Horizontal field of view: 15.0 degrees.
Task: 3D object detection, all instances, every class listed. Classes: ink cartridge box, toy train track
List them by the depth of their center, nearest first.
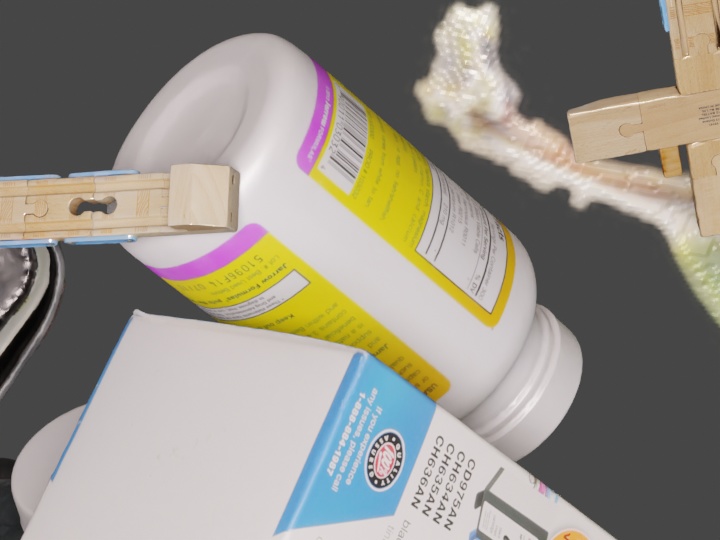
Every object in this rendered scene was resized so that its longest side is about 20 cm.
[{"bbox_3d":[-0.143,-0.025,1.034,0.200,0.115,0.033,-2,167,21],"label":"toy train track"},{"bbox_3d":[-0.012,0.131,1.078,0.200,0.145,0.147,38,69,-39],"label":"ink cartridge box"},{"bbox_3d":[0.134,-0.107,1.104,0.115,0.033,0.200,-10,123,4],"label":"toy train track"}]

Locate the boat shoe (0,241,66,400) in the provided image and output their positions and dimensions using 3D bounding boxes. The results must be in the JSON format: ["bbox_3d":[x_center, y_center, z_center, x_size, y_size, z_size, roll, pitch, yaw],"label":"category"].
[{"bbox_3d":[-0.191,0.053,1.085,0.074,0.063,0.201,38,87,-18],"label":"boat shoe"}]

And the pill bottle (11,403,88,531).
[{"bbox_3d":[-0.086,0.156,1.197,0.109,0.109,0.200,-15,126,-1],"label":"pill bottle"}]

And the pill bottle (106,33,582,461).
[{"bbox_3d":[0.000,0.000,1.107,0.104,0.104,0.200,-40,123,16],"label":"pill bottle"}]

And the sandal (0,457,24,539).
[{"bbox_3d":[-0.219,0.120,1.143,0.200,0.048,0.075,-10,132,-30],"label":"sandal"}]
